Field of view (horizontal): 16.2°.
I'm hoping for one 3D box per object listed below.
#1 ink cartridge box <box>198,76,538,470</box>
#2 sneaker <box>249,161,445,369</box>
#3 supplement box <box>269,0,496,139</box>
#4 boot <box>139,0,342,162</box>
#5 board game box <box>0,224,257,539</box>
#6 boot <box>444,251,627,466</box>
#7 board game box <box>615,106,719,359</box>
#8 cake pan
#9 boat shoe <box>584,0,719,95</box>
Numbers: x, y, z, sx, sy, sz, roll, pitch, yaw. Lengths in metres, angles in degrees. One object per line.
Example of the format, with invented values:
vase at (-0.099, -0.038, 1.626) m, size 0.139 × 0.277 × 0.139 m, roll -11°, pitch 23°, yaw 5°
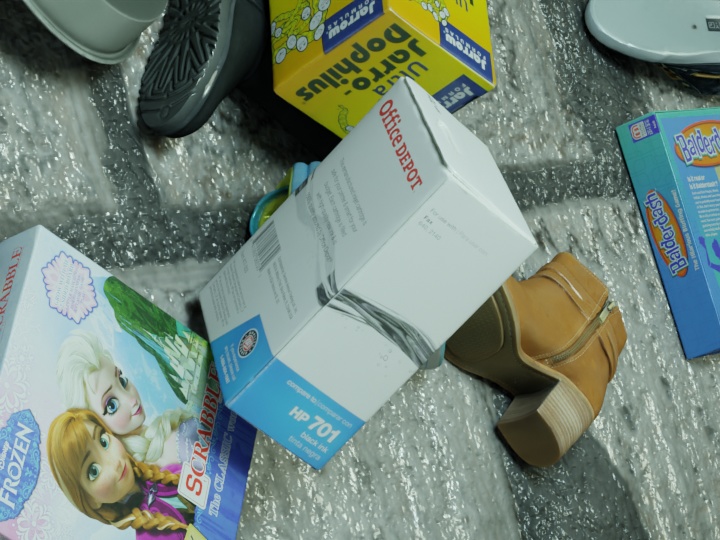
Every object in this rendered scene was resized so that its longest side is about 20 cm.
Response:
ink cartridge box at (0.000, 0.000, 1.559) m, size 0.086 × 0.200 × 0.147 m, roll 38°, pitch 15°, yaw -26°
sneaker at (-0.006, -0.007, 1.716) m, size 0.201 × 0.130 × 0.080 m, roll 82°, pitch 7°, yaw -45°
supplement box at (0.010, -0.195, 1.706) m, size 0.109 × 0.109 × 0.201 m, roll 31°, pitch 40°, yaw -37°
boot at (-0.052, -0.107, 1.718) m, size 0.200 × 0.065 × 0.166 m, roll 43°, pitch 46°, yaw -34°
board game box at (-0.152, 0.107, 1.509) m, size 0.199 × 0.041 × 0.201 m, roll 36°, pitch 48°, yaw -33°
boot at (0.128, 0.024, 1.846) m, size 0.201 × 0.076 × 0.155 m, roll 57°, pitch 41°, yaw -16°
board game box at (0.297, -0.035, 2.098) m, size 0.152 × 0.045 × 0.201 m, roll -7°, pitch 78°, yaw -50°
cake pan at (-0.183, -0.228, 1.590) m, size 0.200 × 0.037 × 0.201 m, roll 51°, pitch 25°, yaw -34°
boat shoe at (0.269, -0.188, 2.127) m, size 0.199 × 0.091 × 0.071 m, roll 5°, pitch 66°, yaw -19°
